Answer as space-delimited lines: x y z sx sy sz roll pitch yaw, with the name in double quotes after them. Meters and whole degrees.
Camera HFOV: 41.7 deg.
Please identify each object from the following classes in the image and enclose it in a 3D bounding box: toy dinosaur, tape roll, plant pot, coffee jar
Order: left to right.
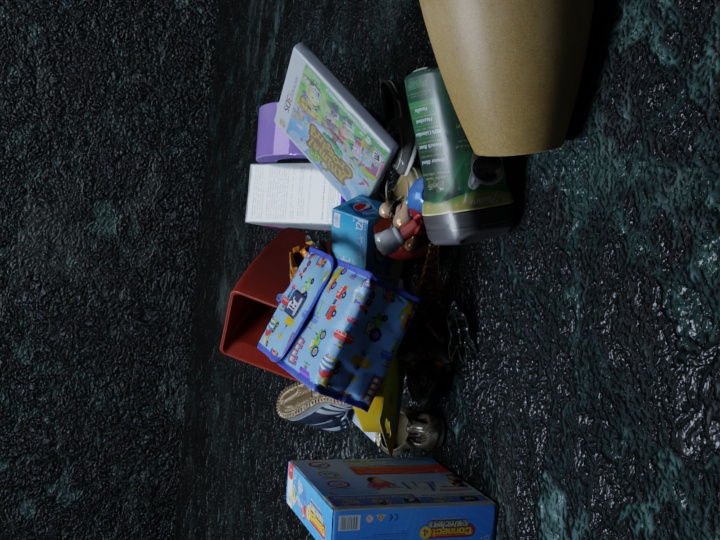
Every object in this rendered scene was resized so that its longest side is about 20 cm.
-0.101 0.052 1.562 0.200 0.199 0.177 112 177 -54 "plant pot"
-0.067 -0.211 1.525 0.200 0.199 0.086 -179 93 -71 "tape roll"
0.080 0.071 1.211 0.136 0.102 0.201 -120 14 -85 "toy dinosaur"
0.114 -0.131 1.073 0.085 0.104 0.201 -2 97 53 "coffee jar"
0.155 -0.222 0.958 0.186 0.185 0.201 -148 49 -69 "plant pot"

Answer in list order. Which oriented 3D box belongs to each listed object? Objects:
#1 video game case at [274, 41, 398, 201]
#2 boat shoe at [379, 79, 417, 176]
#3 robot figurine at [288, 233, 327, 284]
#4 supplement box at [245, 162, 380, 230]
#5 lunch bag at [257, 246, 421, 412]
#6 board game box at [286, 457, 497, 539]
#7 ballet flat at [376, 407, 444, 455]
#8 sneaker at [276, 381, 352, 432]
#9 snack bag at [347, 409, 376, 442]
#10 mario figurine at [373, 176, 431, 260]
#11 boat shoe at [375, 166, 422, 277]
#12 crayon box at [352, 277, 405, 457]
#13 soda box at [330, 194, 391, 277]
-0.040 -0.195 1.335 0.200 0.022 0.182 48 153 10 "video game case"
0.049 -0.204 1.333 0.201 0.057 0.067 -85 11 -47 "boat shoe"
-0.053 0.047 1.296 0.145 0.058 0.201 93 159 -48 "robot figurine"
-0.078 -0.118 1.536 0.199 0.101 0.104 2 87 32 "supplement box"
-0.043 0.060 1.172 0.200 0.094 0.151 24 88 52 "lunch bag"
0.030 0.278 1.133 0.196 0.199 0.056 -166 79 -71 "board game box"
0.057 0.221 1.301 0.200 0.046 0.068 156 118 -69 "ballet flat"
-0.023 0.196 1.460 0.199 0.108 0.070 -21 56 33 "sneaker"
0.012 0.147 1.492 0.188 0.021 0.201 -154 73 -69 "snack bag"
0.068 -0.093 1.233 0.106 0.123 0.200 59 141 26 "mario figurine"
0.045 -0.061 1.374 0.073 0.062 0.201 -110 31 -51 "boat shoe"
0.026 0.126 1.233 0.127 0.050 0.201 74 -158 -57 "crayon box"
0.000 0.000 1.356 0.064 0.068 0.201 21 123 29 "soda box"
